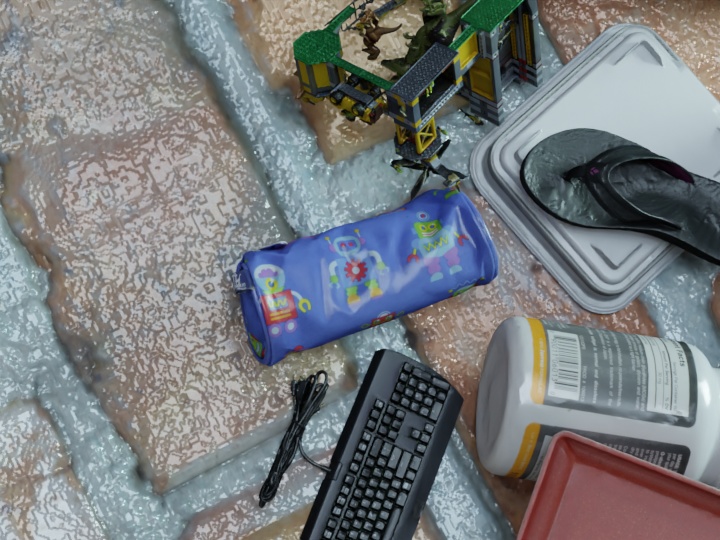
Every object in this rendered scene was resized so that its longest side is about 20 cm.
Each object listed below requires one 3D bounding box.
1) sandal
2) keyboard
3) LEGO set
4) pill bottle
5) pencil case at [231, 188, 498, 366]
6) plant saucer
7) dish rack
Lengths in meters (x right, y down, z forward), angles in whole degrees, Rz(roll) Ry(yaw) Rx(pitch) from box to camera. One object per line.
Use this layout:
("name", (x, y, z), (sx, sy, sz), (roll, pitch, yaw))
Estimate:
("sandal", (0.218, -0.060, 1.407), (0.198, 0.048, 0.076), (16, 74, -8))
("keyboard", (-0.011, 0.150, 1.376), (0.126, 0.021, 0.202), (23, 73, -4))
("LEGO set", (0.048, -0.150, 1.428), (0.153, 0.116, 0.201), (21, 56, 25))
("pill bottle", (0.190, 0.104, 1.373), (0.198, 0.116, 0.118), (9, 75, -8))
("pencil case", (0.000, 0.000, 1.383), (0.198, 0.078, 0.088), (-19, 79, -14))
("plant saucer", (0.194, 0.237, 1.290), (0.198, 0.037, 0.202), (20, 91, 15))
("dish rack", (0.202, -0.086, 1.458), (0.200, 0.044, 0.172), (-41, 86, -17))
